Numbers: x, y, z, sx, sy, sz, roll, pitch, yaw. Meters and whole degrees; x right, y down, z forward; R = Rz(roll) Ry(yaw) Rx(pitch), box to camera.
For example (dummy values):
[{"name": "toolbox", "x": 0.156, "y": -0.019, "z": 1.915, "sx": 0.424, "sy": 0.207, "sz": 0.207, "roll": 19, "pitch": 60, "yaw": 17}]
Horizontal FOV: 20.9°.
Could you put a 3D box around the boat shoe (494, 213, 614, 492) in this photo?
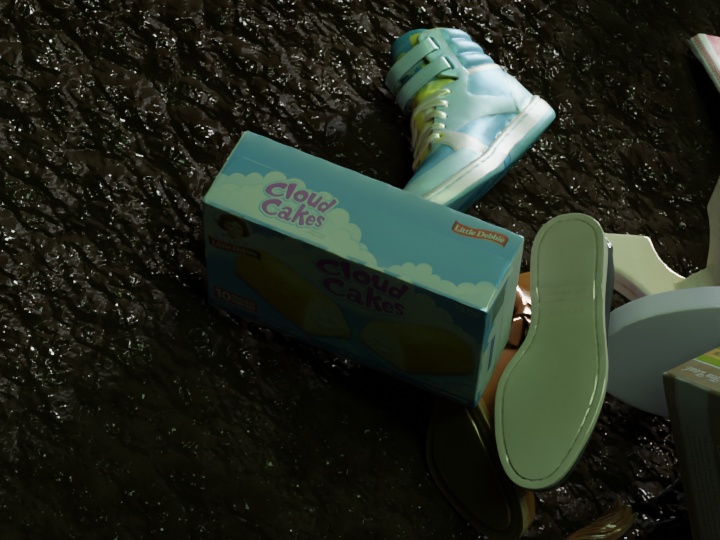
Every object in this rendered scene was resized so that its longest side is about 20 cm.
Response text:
[{"name": "boat shoe", "x": 0.137, "y": 0.062, "z": 1.301, "sx": 0.072, "sy": 0.063, "sz": 0.201, "roll": 0, "pitch": 60, "yaw": 21}]

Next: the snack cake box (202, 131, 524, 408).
[{"name": "snack cake box", "x": 0.000, "y": 0.000, "z": 1.270, "sx": 0.199, "sy": 0.115, "sz": 0.067, "roll": 21, "pitch": 57, "yaw": 13}]

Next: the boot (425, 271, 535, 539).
[{"name": "boot", "x": 0.111, "y": 0.084, "z": 1.358, "sx": 0.154, "sy": 0.074, "sz": 0.201, "roll": -8, "pitch": 66, "yaw": -39}]

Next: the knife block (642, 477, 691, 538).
[{"name": "knife block", "x": 0.304, "y": 0.197, "z": 1.396, "sx": 0.200, "sy": 0.064, "sz": 0.176, "roll": 33, "pitch": 49, "yaw": -7}]

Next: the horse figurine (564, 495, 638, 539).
[{"name": "horse figurine", "x": 0.167, "y": 0.254, "z": 1.277, "sx": 0.132, "sy": 0.050, "sz": 0.201, "roll": -12, "pitch": 73, "yaw": -17}]

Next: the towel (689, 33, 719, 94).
[{"name": "towel", "x": 0.388, "y": -0.139, "z": 1.681, "sx": 0.199, "sy": 0.030, "sz": 0.147, "roll": 5, "pitch": 40, "yaw": -24}]

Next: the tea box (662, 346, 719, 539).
[{"name": "tea box", "x": 0.325, "y": 0.136, "z": 1.272, "sx": 0.196, "sy": 0.134, "sz": 0.201, "roll": -21, "pitch": 109, "yaw": -24}]

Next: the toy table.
[{"name": "toy table", "x": 0.256, "y": 0.027, "z": 1.397, "sx": 0.199, "sy": 0.184, "sz": 0.117, "roll": 13, "pitch": 45, "yaw": -16}]

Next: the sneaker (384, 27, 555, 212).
[{"name": "sneaker", "x": 0.051, "y": -0.108, "z": 1.452, "sx": 0.131, "sy": 0.080, "sz": 0.200, "roll": 45, "pitch": 38, "yaw": 2}]
